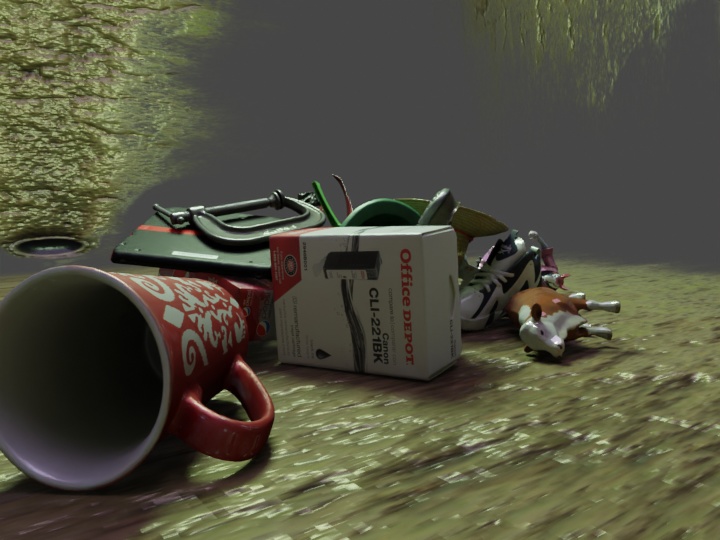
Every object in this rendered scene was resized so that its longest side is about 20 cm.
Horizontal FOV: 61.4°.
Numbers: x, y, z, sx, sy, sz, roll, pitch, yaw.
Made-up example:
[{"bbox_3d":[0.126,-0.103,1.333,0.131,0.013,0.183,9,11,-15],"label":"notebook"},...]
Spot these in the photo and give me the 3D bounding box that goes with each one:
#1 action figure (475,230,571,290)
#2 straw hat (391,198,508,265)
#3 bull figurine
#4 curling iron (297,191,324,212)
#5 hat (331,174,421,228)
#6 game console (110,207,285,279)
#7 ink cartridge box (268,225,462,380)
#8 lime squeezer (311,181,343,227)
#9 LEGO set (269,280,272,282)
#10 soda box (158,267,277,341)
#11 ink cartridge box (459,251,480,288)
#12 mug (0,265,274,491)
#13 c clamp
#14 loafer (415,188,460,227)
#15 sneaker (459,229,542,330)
[{"bbox_3d":[0.323,0.015,1.176,0.198,0.135,0.149,23,-20,49],"label":"action figure"},{"bbox_3d":[0.117,-0.038,0.889,0.195,0.088,0.201,12,-4,1],"label":"straw hat"},{"bbox_3d":[0.237,0.057,0.737,0.118,0.067,0.200,2,7,1],"label":"bull figurine"},{"bbox_3d":[-0.087,-0.063,0.892,0.048,0.026,0.202,12,36,2],"label":"curling iron"},{"bbox_3d":[0.000,-0.014,0.851,0.165,0.202,0.175,41,-18,-22],"label":"hat"},{"bbox_3d":[-0.187,-0.034,0.763,0.194,0.032,0.178,5,24,1],"label":"game console"},{"bbox_3d":[0.003,0.029,0.661,0.195,0.149,0.083,1,9,32],"label":"ink cartridge box"},{"bbox_3d":[-0.037,-0.038,0.886,0.037,0.204,0.071,-19,-36,21],"label":"lime squeezer"},{"bbox_3d":[-0.107,-0.008,0.886,0.197,0.118,0.154,28,0,-4],"label":"LEGO set"},{"bbox_3d":[-0.178,0.022,0.750,0.069,0.065,0.198,5,13,-45],"label":"soda box"},{"bbox_3d":[0.108,-0.018,1.075,0.195,0.042,0.200,19,-18,-8],"label":"ink cartridge box"},{"bbox_3d":[-0.154,0.083,0.468,0.132,0.179,0.200,-37,-3,5],"label":"mug"},{"bbox_3d":[-0.151,-0.077,0.794,0.196,0.028,0.170,-12,29,-33],"label":"c clamp"},{"bbox_3d":[0.083,0.005,0.710,0.068,0.205,0.075,19,23,8],"label":"loafer"},{"bbox_3d":[0.186,0.007,0.863,0.194,0.133,0.079,-1,18,-23],"label":"sneaker"}]
